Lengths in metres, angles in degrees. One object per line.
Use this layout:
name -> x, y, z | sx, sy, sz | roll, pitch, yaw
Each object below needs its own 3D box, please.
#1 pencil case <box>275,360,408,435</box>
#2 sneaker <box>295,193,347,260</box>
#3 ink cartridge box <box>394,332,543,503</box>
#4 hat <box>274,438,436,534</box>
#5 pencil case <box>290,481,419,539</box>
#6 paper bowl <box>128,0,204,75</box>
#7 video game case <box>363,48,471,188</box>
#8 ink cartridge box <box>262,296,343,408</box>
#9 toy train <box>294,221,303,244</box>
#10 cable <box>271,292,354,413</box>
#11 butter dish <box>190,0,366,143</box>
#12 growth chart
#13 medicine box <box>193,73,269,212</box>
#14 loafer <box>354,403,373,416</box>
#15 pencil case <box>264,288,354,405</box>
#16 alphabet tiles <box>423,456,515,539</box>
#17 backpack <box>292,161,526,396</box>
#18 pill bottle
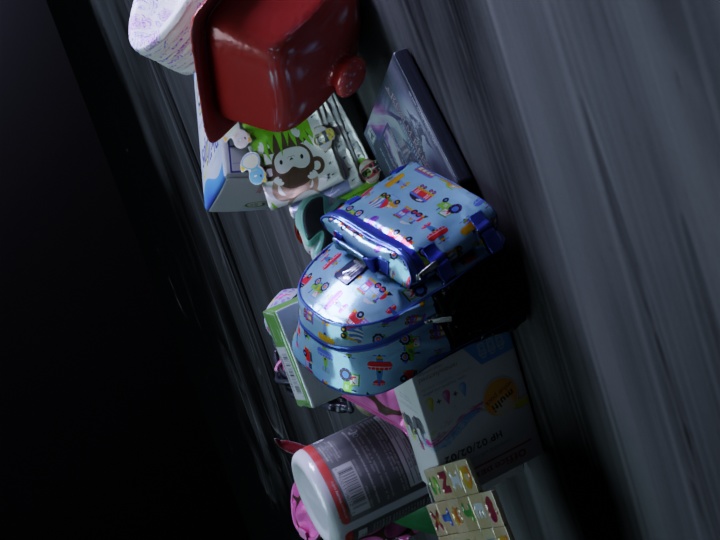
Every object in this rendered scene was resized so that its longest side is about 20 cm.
pencil case -> 0.011, 0.108, 1.780 | 0.199, 0.094, 0.091 | 28, 169, 5
sneaker -> 0.000, 0.000, 1.791 | 0.200, 0.078, 0.140 | 43, 169, -8
ink cartridge box -> 0.107, 0.145, 1.658 | 0.068, 0.114, 0.202 | 29, 141, 63
hat -> 0.028, 0.283, 2.015 | 0.200, 0.175, 0.167 | 47, 155, 53
pencil case -> 0.000, 0.300, 2.108 | 0.091, 0.199, 0.095 | 33, 110, 45
paper bowl -> -0.154, -0.302, 1.771 | 0.201, 0.104, 0.202 | -44, 33, 39
video game case -> 0.054, -0.115, 1.662 | 0.144, 0.019, 0.200 | 64, 166, 13
ink cartridge box -> 0.013, 0.052, 1.688 | 0.105, 0.198, 0.059 | 69, 164, -4
toy train -> -0.037, -0.093, 1.908 | 0.200, 0.084, 0.117 | -138, 39, -59
cable -> -0.053, 0.086, 2.116 | 0.199, 0.050, 0.165 | 22, 106, 52
butter dish -> -0.060, -0.221, 1.660 | 0.147, 0.200, 0.200 | 30, 152, 21
growth chart -> -0.064, -0.132, 1.800 | 0.201, 0.144, 0.018 | 57, -164, 9
medicine box -> -0.129, -0.185, 1.937 | 0.182, 0.102, 0.202 | 139, 127, -74
loafer -> 0.018, 0.063, 1.907 | 0.067, 0.075, 0.202 | 136, 127, -60
pencil case -> -0.058, 0.105, 2.251 | 0.200, 0.083, 0.091 | 49, 170, 49
alphabet tiles -> 0.110, 0.261, 1.577 | 0.200, 0.006, 0.168 | 143, 107, -71
backpack -> 0.025, 0.015, 1.555 | 0.182, 0.199, 0.135 | 38, 154, 49
pill bottle -> 0.034, 0.215, 1.852 | 0.116, 0.198, 0.116 | 57, 162, 30
